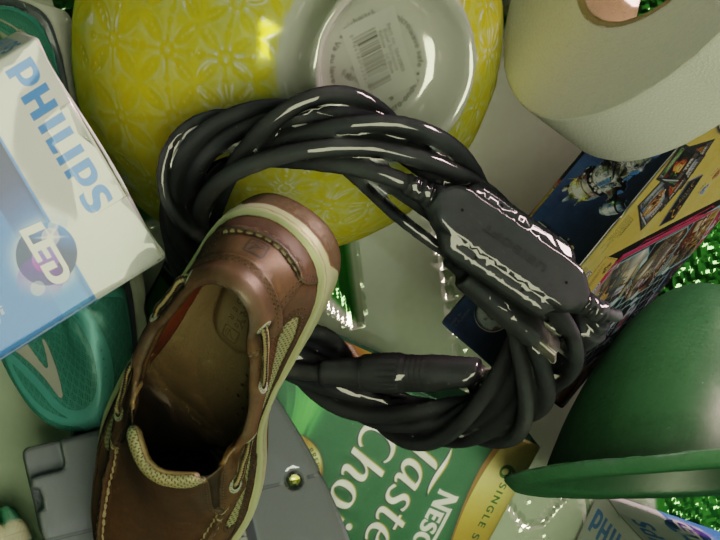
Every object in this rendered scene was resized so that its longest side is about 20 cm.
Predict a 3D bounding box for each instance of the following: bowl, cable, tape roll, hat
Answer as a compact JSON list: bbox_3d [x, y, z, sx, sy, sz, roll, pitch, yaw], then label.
[{"bbox_3d":[-0.011,-0.095,1.187,0.199,0.108,0.202,-8,106,-28],"label":"bowl"},{"bbox_3d":[0.000,0.000,1.163,0.199,0.163,0.051,31,53,-15],"label":"cable"},{"bbox_3d":[0.141,-0.140,1.190,0.037,0.203,0.203,34,96,-26],"label":"tape roll"},{"bbox_3d":[0.153,0.011,1.300,0.200,0.165,0.177,11,74,-55],"label":"hat"}]

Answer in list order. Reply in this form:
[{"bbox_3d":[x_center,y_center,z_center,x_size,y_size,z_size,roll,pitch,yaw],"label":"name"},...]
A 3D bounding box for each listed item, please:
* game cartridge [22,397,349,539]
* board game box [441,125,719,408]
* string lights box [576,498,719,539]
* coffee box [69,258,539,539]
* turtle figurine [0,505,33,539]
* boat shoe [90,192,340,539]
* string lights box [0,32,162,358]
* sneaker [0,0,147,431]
[{"bbox_3d":[-0.061,0.160,1.220,0.132,0.041,0.201,-13,83,-4],"label":"game cartridge"},{"bbox_3d":[0.128,-0.033,1.264,0.035,0.135,0.200,41,93,20],"label":"board game box"},{"bbox_3d":[0.206,0.177,1.362,0.199,0.103,0.059,20,101,-20],"label":"string lights box"},{"bbox_3d":[-0.028,0.089,1.297,0.199,0.044,0.123,26,98,-22],"label":"coffee box"},{"bbox_3d":[-0.163,0.196,1.266,0.199,0.101,0.150,25,109,-31],"label":"turtle figurine"},{"bbox_3d":[-0.074,0.062,1.125,0.074,0.075,0.203,26,124,10],"label":"boat shoe"},{"bbox_3d":[-0.190,0.001,1.109,0.199,0.059,0.103,-32,104,-9],"label":"string lights box"},{"bbox_3d":[-0.146,-0.019,1.202,0.077,0.080,0.201,-10,108,13],"label":"sneaker"}]
